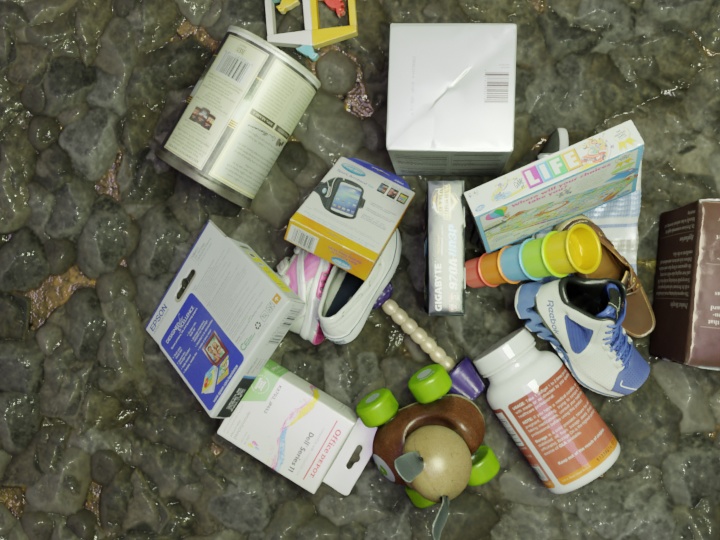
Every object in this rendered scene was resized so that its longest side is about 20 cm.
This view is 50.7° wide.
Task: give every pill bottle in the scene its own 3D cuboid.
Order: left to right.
[{"bbox_3d":[0.239,0.179,0.997,0.112,0.112,0.200,-34,86,5],"label":"pill bottle"}]

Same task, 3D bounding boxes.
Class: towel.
[{"bbox_3d":[0.300,-0.062,0.995,0.147,0.024,0.200,-5,107,-8],"label":"towel"}]

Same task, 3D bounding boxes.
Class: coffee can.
[{"bbox_3d":[-0.165,-0.205,1.034,0.146,0.146,0.200,32,92,6],"label":"coffee can"}]

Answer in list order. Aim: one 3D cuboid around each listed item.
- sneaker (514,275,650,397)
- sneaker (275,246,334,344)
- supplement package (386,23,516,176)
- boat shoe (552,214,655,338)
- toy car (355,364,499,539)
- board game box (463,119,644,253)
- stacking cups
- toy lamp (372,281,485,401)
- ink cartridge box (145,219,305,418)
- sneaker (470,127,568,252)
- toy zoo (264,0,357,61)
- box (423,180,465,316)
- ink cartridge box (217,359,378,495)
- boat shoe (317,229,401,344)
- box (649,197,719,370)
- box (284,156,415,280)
[{"bbox_3d":[0.297,0.075,0.944,0.199,0.115,0.081,40,59,-10],"label":"sneaker"},{"bbox_3d":[-0.076,-0.003,1.052,0.088,0.081,0.200,11,84,13],"label":"sneaker"},{"bbox_3d":[0.115,-0.210,0.974,0.150,0.200,0.152,2,89,6],"label":"supplement package"},{"bbox_3d":[0.319,0.017,0.976,0.072,0.068,0.200,-38,109,6],"label":"boat shoe"},{"bbox_3d":[0.078,0.243,0.947,0.158,0.200,0.164,-28,100,17],"label":"toy car"},{"bbox_3d":[0.230,-0.093,0.902,0.200,0.134,0.034,-23,68,7],"label":"board game box"},{"bbox_3d":[0.210,-0.012,0.966,0.060,0.200,0.061,6,79,-30],"label":"stacking cups"},{"bbox_3d":[0.090,0.099,1.045,0.058,0.058,0.200,-43,83,4],"label":"toy lamp"},{"bbox_3d":[-0.194,0.065,1.053,0.200,0.047,0.198,44,107,36],"label":"ink cartridge box"},{"bbox_3d":[0.210,-0.107,1.026,0.099,0.071,0.200,19,95,2],"label":"sneaker"},{"bbox_3d":[-0.073,-0.400,1.090,0.131,0.020,0.200,-5,89,6],"label":"toy zoo"},{"bbox_3d":[0.105,-0.023,0.972,0.046,0.200,0.159,0,89,4],"label":"box"},{"bbox_3d":[-0.080,0.224,1.055,0.200,0.067,0.117,30,92,6],"label":"ink cartridge box"},{"bbox_3d":[0.000,0.000,1.012,0.073,0.065,0.200,7,58,22],"label":"boat shoe"},{"bbox_3d":[0.471,0.022,0.946,0.164,0.166,0.200,5,90,6],"label":"box"},{"bbox_3d":[-0.006,-0.080,1.014,0.119,0.200,0.042,27,129,4],"label":"box"}]
